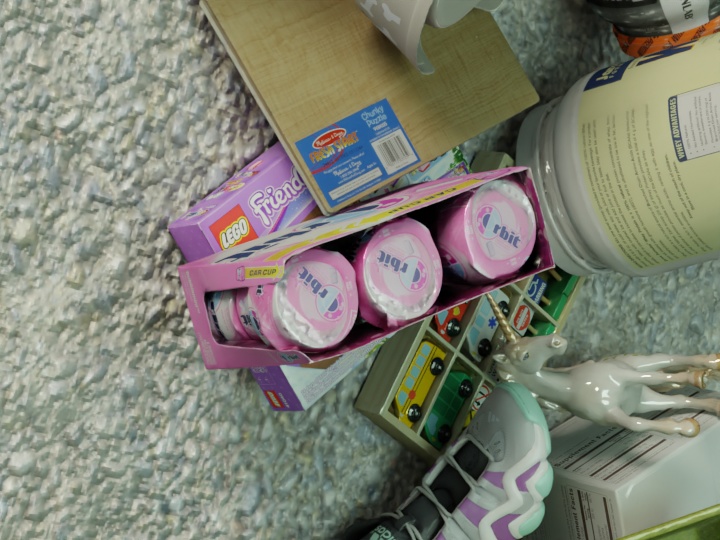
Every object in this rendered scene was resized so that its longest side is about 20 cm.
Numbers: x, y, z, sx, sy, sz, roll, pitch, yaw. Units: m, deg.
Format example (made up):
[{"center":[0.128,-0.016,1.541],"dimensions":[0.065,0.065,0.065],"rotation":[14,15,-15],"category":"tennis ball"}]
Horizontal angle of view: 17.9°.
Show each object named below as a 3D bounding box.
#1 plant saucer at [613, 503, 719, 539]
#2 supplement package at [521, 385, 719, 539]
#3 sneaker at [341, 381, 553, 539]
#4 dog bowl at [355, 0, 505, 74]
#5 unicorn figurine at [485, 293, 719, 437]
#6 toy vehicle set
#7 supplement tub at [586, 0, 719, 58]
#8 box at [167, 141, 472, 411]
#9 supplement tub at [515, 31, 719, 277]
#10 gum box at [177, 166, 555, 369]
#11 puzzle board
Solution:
[{"center":[0.176,0.261,1.535],"dimensions":[0.199,0.048,0.201],"rotation":[-16,110,-20],"category":"plant saucer"},{"center":[0.209,0.202,1.646],"dimensions":[0.155,0.111,0.201],"rotation":[-27,116,-36],"category":"supplement package"},{"center":[0.041,0.166,1.488],"dimensions":[0.139,0.078,0.201],"rotation":[1,113,-35],"category":"sneaker"},{"center":[0.068,-0.217,1.372],"dimensions":[0.200,0.059,0.200],"rotation":[-53,168,-16],"category":"dog bowl"},{"center":[0.173,0.076,1.562],"dimensions":[0.200,0.137,0.074],"rotation":[33,65,-64],"category":"unicorn figurine"},{"center":[0.082,0.036,1.557],"dimensions":[0.124,0.026,0.201],"rotation":[39,71,-40],"category":"toy vehicle set"},{"center":[0.193,-0.252,1.547],"dimensions":[0.122,0.122,0.201],"rotation":[-39,121,-31],"category":"supplement tub"},{"center":[-0.010,-0.024,1.434],"dimensions":[0.200,0.039,0.137],"rotation":[-39,109,-31],"category":"box"},{"center":[0.219,-0.077,1.526],"dimensions":[0.145,0.199,0.146],"rotation":[26,57,-48],"category":"supplement tub"},{"center":[0.000,0.000,1.345],"dimensions":[0.199,0.113,0.066],"rotation":[-21,99,-34],"category":"gum box"},{"center":[0.008,-0.134,1.425],"dimensions":[0.200,0.017,0.151],"rotation":[-30,90,-38],"category":"puzzle board"}]
